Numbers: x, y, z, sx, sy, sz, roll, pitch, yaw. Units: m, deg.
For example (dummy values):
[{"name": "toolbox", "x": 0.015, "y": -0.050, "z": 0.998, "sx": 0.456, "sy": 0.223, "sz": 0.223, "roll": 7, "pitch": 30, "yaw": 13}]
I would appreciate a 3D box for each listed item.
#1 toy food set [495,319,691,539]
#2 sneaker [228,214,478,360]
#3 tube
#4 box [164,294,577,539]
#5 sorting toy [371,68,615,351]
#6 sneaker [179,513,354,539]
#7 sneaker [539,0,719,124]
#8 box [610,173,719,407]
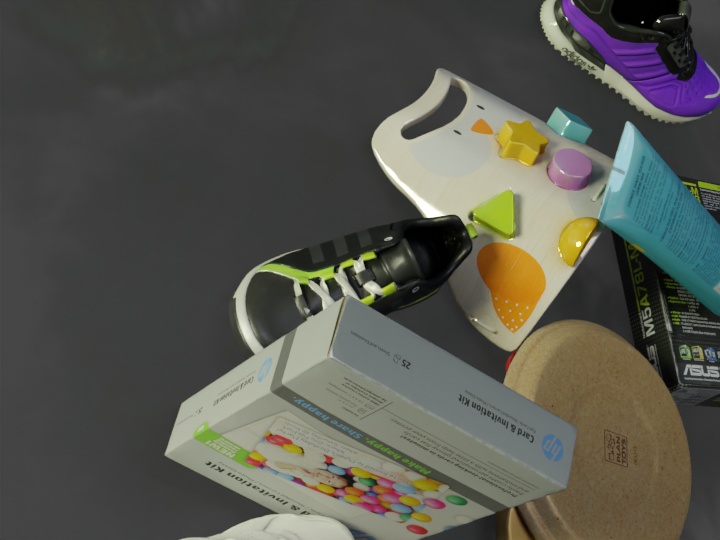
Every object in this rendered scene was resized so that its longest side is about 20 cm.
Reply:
[{"name": "toy food set", "x": 0.170, "y": 0.135, "z": 0.924, "sx": 0.196, "sy": 0.048, "sz": 0.202, "roll": 3, "pitch": 71, "yaw": -38}, {"name": "sneaker", "x": 0.000, "y": 0.000, "z": 0.846, "sx": 0.199, "sy": 0.083, "sz": 0.072, "roll": -25, "pitch": 84, "yaw": -41}, {"name": "tube", "x": 0.240, "y": -0.028, "z": 0.959, "sx": 0.200, "sy": 0.050, "sz": 0.078, "roll": 36, "pitch": 62, "yaw": -41}, {"name": "box", "x": -0.001, "y": 0.097, "z": 0.721, "sx": 0.155, "sy": 0.200, "sz": 0.042, "roll": 31, "pitch": 56, "yaw": -20}, {"name": "sorting toy", "x": 0.106, "y": -0.076, "z": 0.968, "sx": 0.179, "sy": 0.107, "sz": 0.200, "roll": 36, "pitch": 50, "yaw": 6}, {"name": "sneaker", "x": -0.070, "y": 0.177, "z": 0.699, "sx": 0.198, "sy": 0.099, "sz": 0.079, "roll": -10, "pitch": 75, "yaw": -39}, {"name": "sneaker", "x": 0.262, "y": -0.199, "z": 1.120, "sx": 0.199, "sy": 0.099, "sz": 0.070, "roll": 23, "pitch": 59, "yaw": -25}, {"name": "box", "x": 0.307, "y": 0.018, "z": 1.088, "sx": 0.198, "sy": 0.047, "sz": 0.195, "roll": 6, "pitch": 63, "yaw": -33}]
